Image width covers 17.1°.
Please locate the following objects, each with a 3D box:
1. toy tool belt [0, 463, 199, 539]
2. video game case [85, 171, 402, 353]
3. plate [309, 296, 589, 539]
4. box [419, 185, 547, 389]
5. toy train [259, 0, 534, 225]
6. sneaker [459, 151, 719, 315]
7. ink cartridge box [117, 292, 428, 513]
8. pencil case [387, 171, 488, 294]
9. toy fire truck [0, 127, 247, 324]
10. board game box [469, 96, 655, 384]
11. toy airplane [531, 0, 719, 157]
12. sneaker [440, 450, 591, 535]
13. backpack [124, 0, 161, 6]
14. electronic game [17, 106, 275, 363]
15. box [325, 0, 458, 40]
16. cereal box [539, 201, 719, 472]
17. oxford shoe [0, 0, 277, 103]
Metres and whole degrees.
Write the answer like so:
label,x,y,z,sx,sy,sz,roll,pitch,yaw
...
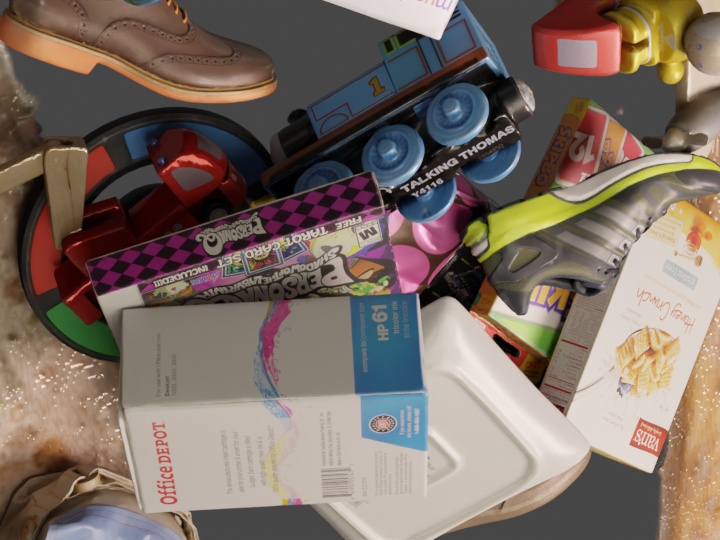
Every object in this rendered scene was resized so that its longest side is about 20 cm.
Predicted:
label,x,y,z,sx,sy,sz,roll,pitch,yaw
toy tool belt,-0.208,0.209,1.738,0.199,0.123,0.125,15,112,-33
video game case,-0.071,0.021,1.621,0.199,0.036,0.182,-17,149,-3
plate,0.038,0.129,1.725,0.199,0.032,0.200,-30,129,18
box,0.093,0.059,1.846,0.200,0.048,0.193,33,99,-37
toy train,0.023,-0.093,1.646,0.199,0.115,0.087,-30,145,12
sneaker,0.174,-0.027,1.720,0.199,0.074,0.081,-20,85,-8
ink cartridge box,-0.057,0.089,1.586,0.198,0.085,0.145,-4,147,-2
pencil case,0.000,0.000,1.737,0.200,0.091,0.094,-54,162,10
toy fire truck,-0.190,-0.042,1.598,0.200,0.049,0.141,-38,122,6
board game box,0.152,-0.020,1.790,0.095,0.030,0.201,35,79,-38
toy airplane,0.241,-0.183,1.707,0.200,0.141,0.199,32,101,-37
sneaker,0.083,0.149,1.825,0.199,0.071,0.076,-22,127,-11
backpack,-0.142,-0.263,1.428,0.134,0.200,0.183,27,106,-36
electronic game,-0.144,-0.023,1.678,0.199,0.042,0.201,-13,125,-19
box,-0.009,-0.270,1.559,0.199,0.097,0.177,16,109,-34
cereal box,0.212,0.043,1.820,0.144,0.039,0.201,25,84,-51
oxford shoe,-0.137,-0.161,1.579,0.199,0.071,0.073,11,109,-31
